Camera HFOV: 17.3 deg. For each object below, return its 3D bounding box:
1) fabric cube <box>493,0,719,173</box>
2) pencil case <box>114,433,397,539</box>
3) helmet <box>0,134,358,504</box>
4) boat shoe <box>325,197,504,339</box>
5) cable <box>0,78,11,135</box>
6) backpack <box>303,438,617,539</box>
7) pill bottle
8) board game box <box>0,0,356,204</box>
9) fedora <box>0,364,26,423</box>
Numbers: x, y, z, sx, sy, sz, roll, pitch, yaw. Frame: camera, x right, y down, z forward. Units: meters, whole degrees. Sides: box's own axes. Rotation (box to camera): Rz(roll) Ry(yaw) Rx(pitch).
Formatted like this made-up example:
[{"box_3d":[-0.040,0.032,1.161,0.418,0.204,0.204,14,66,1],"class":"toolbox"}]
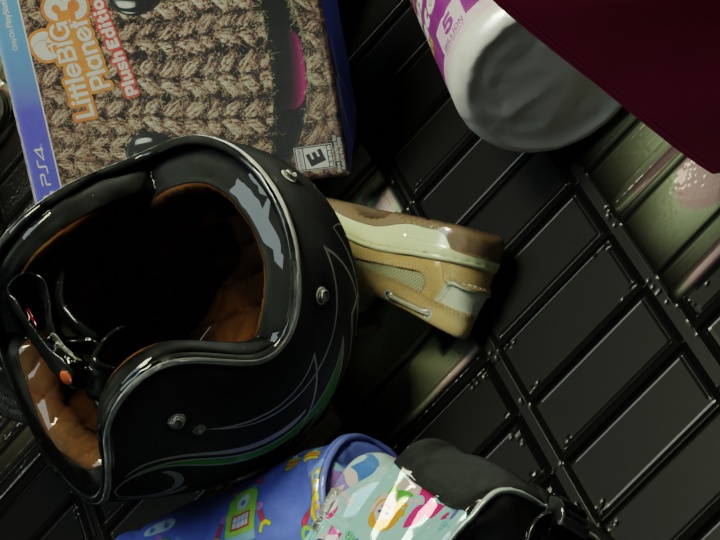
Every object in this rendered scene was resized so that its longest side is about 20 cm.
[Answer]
[{"box_3d":[0.214,-0.190,1.169,0.199,0.196,0.201,-11,56,45],"class":"fabric cube"},{"box_3d":[-0.061,0.160,1.335,0.199,0.078,0.087,-28,39,35],"class":"pencil case"},{"box_3d":[-0.096,0.026,1.331,0.190,0.201,0.200,-25,28,-24],"class":"helmet"},{"box_3d":[0.000,0.000,1.396,0.200,0.071,0.077,14,91,54],"class":"boat shoe"},{"box_3d":[-0.323,-0.081,1.867,0.097,0.050,0.201,22,95,37],"class":"cable"},{"box_3d":[0.036,0.195,1.115,0.150,0.177,0.201,19,77,54],"class":"backpack"},{"box_3d":[0.083,-0.170,1.377,0.112,0.112,0.200,-42,39,20],"class":"pill bottle"},{"box_3d":[-0.113,-0.136,1.457,0.199,0.160,0.097,-8,25,6],"class":"board game box"},{"box_3d":[-0.152,0.030,1.525,0.200,0.091,0.201,-25,48,31],"class":"fedora"}]
